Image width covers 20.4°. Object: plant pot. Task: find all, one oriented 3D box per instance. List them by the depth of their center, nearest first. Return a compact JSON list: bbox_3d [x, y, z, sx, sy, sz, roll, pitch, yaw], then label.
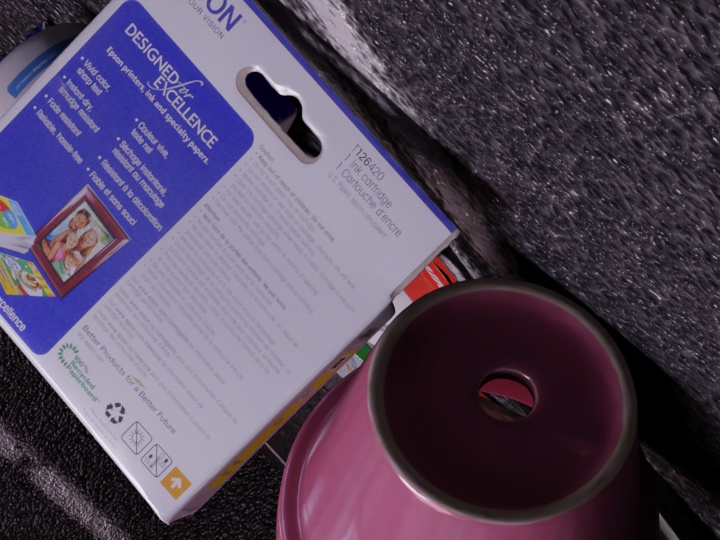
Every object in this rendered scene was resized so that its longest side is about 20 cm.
[{"bbox_3d":[0.058,0.102,0.988,0.200,0.200,0.179,40,155,18],"label":"plant pot"}]

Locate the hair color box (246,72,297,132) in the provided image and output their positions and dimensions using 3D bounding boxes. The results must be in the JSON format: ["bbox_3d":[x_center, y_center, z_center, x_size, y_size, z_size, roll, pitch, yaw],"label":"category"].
[{"bbox_3d":[-0.112,-0.041,1.085,0.065,0.109,0.200,53,157,6],"label":"hair color box"}]

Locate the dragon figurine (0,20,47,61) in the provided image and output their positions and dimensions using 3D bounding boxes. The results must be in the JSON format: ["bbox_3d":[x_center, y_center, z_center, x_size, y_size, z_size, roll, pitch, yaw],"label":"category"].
[{"bbox_3d":[-0.193,-0.116,1.437,0.099,0.059,0.200,48,172,-39],"label":"dragon figurine"}]

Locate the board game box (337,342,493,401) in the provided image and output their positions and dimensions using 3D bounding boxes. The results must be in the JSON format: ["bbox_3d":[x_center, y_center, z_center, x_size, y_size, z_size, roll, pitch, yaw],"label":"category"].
[{"bbox_3d":[0.049,0.094,1.416,0.200,0.040,0.153,41,171,13],"label":"board game box"}]

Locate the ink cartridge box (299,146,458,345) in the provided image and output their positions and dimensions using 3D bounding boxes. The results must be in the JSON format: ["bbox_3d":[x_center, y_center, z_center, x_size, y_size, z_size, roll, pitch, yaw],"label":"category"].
[{"bbox_3d":[0.000,0.000,1.167,0.200,0.050,0.162,38,171,48],"label":"ink cartridge box"}]

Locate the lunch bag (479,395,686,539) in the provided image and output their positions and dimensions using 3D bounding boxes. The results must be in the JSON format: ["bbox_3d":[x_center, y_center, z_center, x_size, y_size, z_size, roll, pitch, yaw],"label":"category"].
[{"bbox_3d":[0.120,0.166,1.196,0.200,0.118,0.164,49,173,-16],"label":"lunch bag"}]

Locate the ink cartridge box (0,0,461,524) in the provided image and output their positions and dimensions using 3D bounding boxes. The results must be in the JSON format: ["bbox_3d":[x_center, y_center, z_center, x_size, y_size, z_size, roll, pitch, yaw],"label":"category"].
[{"bbox_3d":[-0.082,-0.021,0.943,0.198,0.200,0.047,49,-169,10],"label":"ink cartridge box"}]

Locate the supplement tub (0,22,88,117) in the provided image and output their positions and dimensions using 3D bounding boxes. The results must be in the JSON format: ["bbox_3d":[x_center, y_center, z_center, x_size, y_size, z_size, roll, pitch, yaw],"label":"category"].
[{"bbox_3d":[-0.153,-0.056,1.309,0.200,0.132,0.132,41,171,18],"label":"supplement tub"}]
